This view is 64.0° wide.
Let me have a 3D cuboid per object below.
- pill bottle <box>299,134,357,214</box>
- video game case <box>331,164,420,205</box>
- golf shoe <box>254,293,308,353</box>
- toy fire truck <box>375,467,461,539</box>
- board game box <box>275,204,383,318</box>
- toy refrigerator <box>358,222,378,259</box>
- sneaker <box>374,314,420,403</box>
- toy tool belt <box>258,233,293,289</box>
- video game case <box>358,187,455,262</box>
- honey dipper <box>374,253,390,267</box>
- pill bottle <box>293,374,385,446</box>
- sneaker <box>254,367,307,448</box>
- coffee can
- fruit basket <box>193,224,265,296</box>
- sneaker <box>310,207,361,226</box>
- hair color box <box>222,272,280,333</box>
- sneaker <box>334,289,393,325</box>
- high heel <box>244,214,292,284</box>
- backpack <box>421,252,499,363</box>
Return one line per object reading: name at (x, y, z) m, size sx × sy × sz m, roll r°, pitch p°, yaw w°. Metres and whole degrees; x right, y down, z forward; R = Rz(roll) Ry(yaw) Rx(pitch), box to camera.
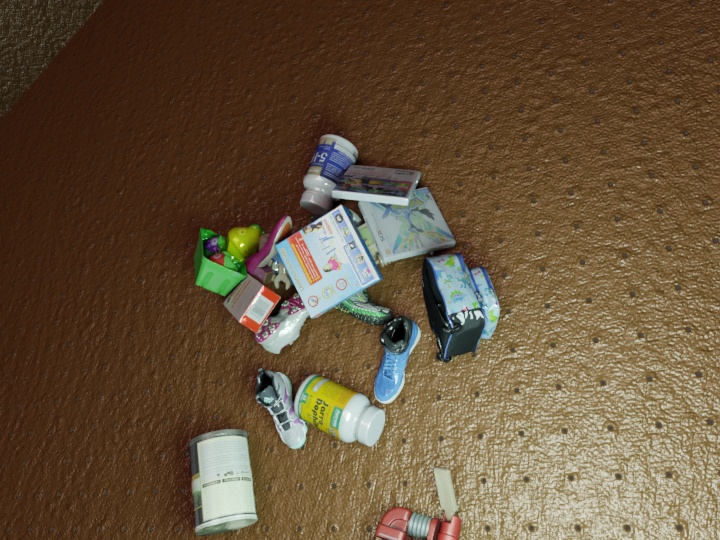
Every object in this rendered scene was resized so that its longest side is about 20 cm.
pill bottle at (-0.092, -0.260, 1.599) m, size 0.118 × 0.120 × 0.203 m, roll 12°, pitch 73°, yaw 29°
video game case at (0.044, -0.223, 1.490) m, size 0.196 × 0.023 × 0.183 m, roll 8°, pitch 33°, yaw 13°
golf shoe at (-0.180, 0.133, 1.498) m, size 0.199 × 0.092 × 0.075 m, roll -39°, pitch 38°, yaw -10°
toy fire truck at (0.127, 0.510, 1.166) m, size 0.173 × 0.129 × 0.203 m, roll 6°, pitch 59°, yaw 28°
board game box at (-0.076, -0.020, 1.397) m, size 0.193 × 0.056 × 0.203 m, roll -29°, pitch 83°, yaw 11°
toy refrigerator at (0.022, -0.075, 1.493) m, size 0.197 × 0.070 × 0.077 m, roll -26°, pitch 59°, yaw 12°
sneaker at (0.071, 0.200, 1.323) m, size 0.076 × 0.111 × 0.203 m, roll 21°, pitch 78°, yaw 31°
toy tool belt at (-0.206, -0.009, 1.561) m, size 0.199 × 0.123 × 0.125 m, roll 36°, pitch 117°, yaw 36°
video game case at (0.114, -0.117, 1.430) m, size 0.196 × 0.022 × 0.185 m, roll -13°, pitch 60°, yaw -19°
honey dipper at (0.000, 0.000, 1.456) m, size 0.197 × 0.038 × 0.038 m, roll -27°, pitch 58°, yaw -8°
pill bottle at (-0.046, 0.324, 1.324) m, size 0.197 × 0.113 × 0.115 m, roll 17°, pitch 76°, yaw 30°
sneaker at (-0.205, 0.326, 1.381) m, size 0.077 × 0.140 × 0.202 m, roll -34°, pitch 57°, yaw 7°
coffee can at (-0.326, 0.498, 1.361) m, size 0.144 × 0.146 × 0.203 m, roll -23°, pitch 60°, yaw 14°
fruit basket at (-0.367, -0.059, 1.604) m, size 0.215 × 0.154 × 0.219 m, roll -39°, pitch 37°, yaw 38°
sneaker at (-0.072, -0.106, 1.494) m, size 0.198 × 0.075 × 0.080 m, roll -11°, pitch 44°, yaw 53°
hair color box at (-0.290, 0.081, 1.524) m, size 0.112 × 0.064 × 0.199 m, roll -56°, pitch 27°, yaw -5°
sneaker at (-0.001, 0.074, 1.434) m, size 0.197 × 0.078 × 0.086 m, roll 22°, pitch 78°, yaw 32°
high heel at (-0.242, -0.069, 1.472) m, size 0.096 × 0.067 × 0.202 m, roll 37°, pitch 113°, yaw 24°
backpack at (0.216, 0.067, 1.279) m, size 0.144 × 0.184 × 0.203 m, roll -13°, pitch 57°, yaw -6°
